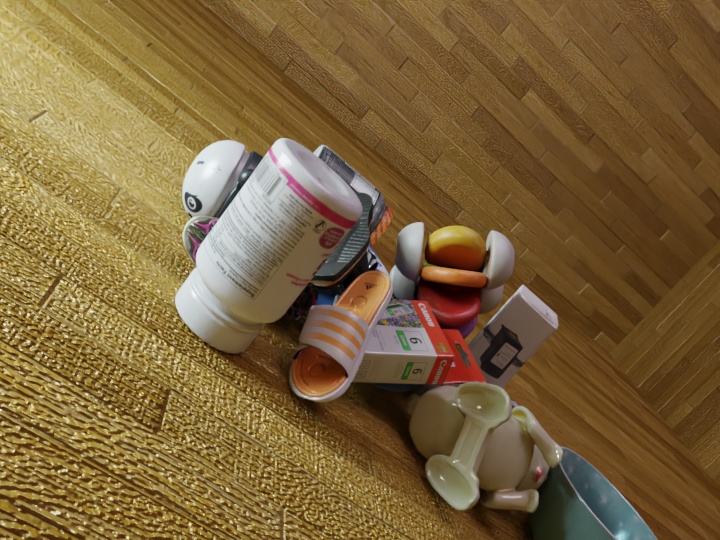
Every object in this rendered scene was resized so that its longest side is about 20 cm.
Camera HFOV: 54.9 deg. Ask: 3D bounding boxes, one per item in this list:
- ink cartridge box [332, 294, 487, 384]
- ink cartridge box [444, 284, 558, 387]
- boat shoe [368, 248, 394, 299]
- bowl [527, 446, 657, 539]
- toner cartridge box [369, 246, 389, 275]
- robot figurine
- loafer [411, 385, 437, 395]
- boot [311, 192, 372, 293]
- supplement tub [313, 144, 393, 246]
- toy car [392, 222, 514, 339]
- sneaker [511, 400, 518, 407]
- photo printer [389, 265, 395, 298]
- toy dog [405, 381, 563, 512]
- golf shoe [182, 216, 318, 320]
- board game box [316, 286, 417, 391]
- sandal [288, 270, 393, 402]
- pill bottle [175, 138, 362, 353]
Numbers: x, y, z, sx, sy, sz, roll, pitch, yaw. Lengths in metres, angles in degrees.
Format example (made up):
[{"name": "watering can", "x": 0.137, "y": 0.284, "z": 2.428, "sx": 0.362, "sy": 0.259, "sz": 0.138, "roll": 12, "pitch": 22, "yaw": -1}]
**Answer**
[{"name": "ink cartridge box", "x": 0.065, "y": 0.088, "z": 0.874, "sx": 0.194, "sy": 0.051, "sz": 0.110, "roll": 5, "pitch": 34, "yaw": -22}, {"name": "ink cartridge box", "x": 0.238, "y": 0.130, "z": 1.175, "sx": 0.084, "sy": 0.201, "sz": 0.144, "roll": 42, "pitch": 14, "yaw": 8}, {"name": "boat shoe", "x": 0.000, "y": 0.000, "z": 1.080, "sx": 0.071, "sy": 0.068, "sz": 0.204, "roll": -7, "pitch": 69, "yaw": -60}, {"name": "bowl", "x": 0.295, "y": 0.345, "z": 0.907, "sx": 0.200, "sy": 0.105, "sz": 0.201, "roll": 40, "pitch": 14, "yaw": -12}, {"name": "toner cartridge box", "x": -0.040, "y": -0.039, "z": 1.193, "sx": 0.198, "sy": 0.043, "sz": 0.096, "roll": 28, "pitch": 23, "yaw": -46}, {"name": "robot figurine", "x": -0.141, "y": -0.081, "z": 0.923, "sx": 0.198, "sy": 0.151, "sz": 0.126, "roll": 33, "pitch": 30, "yaw": -16}, {"name": "loafer", "x": 0.090, "y": 0.128, "z": 1.052, "sx": 0.069, "sy": 0.071, "sz": 0.201, "roll": 27, "pitch": 18, "yaw": -18}, {"name": "boot", "x": -0.017, "y": 0.004, "z": 0.913, "sx": 0.075, "sy": 0.142, "sz": 0.201, "roll": 7, "pitch": 33, "yaw": 15}, {"name": "supplement tub", "x": -0.036, "y": -0.142, "z": 1.387, "sx": 0.199, "sy": 0.123, "sz": 0.123, "roll": 39, "pitch": 14, "yaw": -15}, {"name": "toy car", "x": 0.131, "y": 0.030, "z": 1.023, "sx": 0.169, "sy": 0.154, "sz": 0.201, "roll": 5, "pitch": -28, "yaw": 2}, {"name": "sneaker", "x": 0.227, "y": 0.245, "z": 1.089, "sx": 0.091, "sy": 0.067, "sz": 0.199, "roll": 48, "pitch": 13, "yaw": 34}, {"name": "photo printer", "x": 0.125, "y": 0.051, "z": 1.247, "sx": 0.164, "sy": 0.070, "sz": 0.200, "roll": 35, "pitch": -3, "yaw": 9}, {"name": "toy dog", "x": 0.159, "y": 0.229, "z": 0.875, "sx": 0.198, "sy": 0.143, "sz": 0.191, "roll": 28, "pitch": -14, "yaw": -40}, {"name": "golf shoe", "x": -0.142, "y": -0.005, "z": 0.834, "sx": 0.091, "sy": 0.074, "sz": 0.199, "roll": 28, "pitch": -8, "yaw": 48}, {"name": "board game box", "x": -0.009, "y": 0.099, "z": 0.933, "sx": 0.156, "sy": 0.039, "sz": 0.201, "roll": 11, "pitch": 33, "yaw": -47}, {"name": "sandal", "x": -0.024, "y": 0.055, "z": 0.787, "sx": 0.077, "sy": 0.060, "sz": 0.209, "roll": 8, "pitch": 44, "yaw": 23}, {"name": "pill bottle", "x": -0.097, "y": -0.021, "z": 0.711, "sx": 0.112, "sy": 0.201, "sz": 0.114, "roll": 37, "pitch": 15, "yaw": -12}]
